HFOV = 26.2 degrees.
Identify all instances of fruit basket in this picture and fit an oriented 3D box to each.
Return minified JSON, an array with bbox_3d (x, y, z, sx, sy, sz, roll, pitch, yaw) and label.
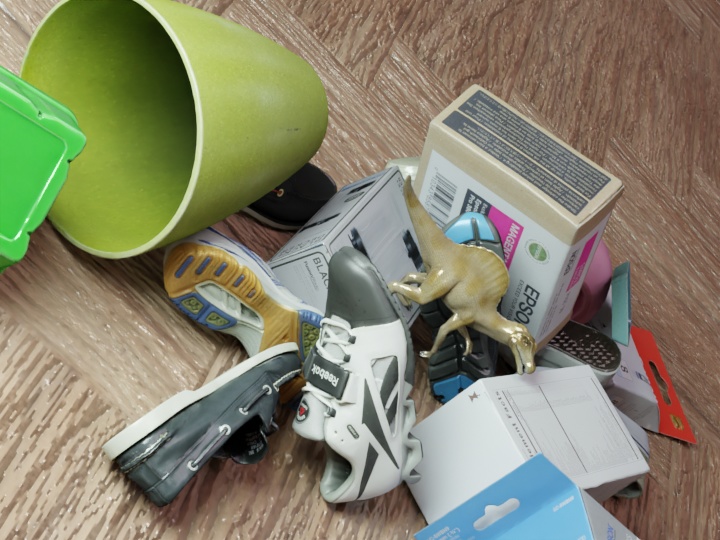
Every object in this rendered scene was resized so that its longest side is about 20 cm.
[{"bbox_3d":[-0.291,-0.101,1.004,0.215,0.156,0.216,27,-8,4],"label":"fruit basket"}]

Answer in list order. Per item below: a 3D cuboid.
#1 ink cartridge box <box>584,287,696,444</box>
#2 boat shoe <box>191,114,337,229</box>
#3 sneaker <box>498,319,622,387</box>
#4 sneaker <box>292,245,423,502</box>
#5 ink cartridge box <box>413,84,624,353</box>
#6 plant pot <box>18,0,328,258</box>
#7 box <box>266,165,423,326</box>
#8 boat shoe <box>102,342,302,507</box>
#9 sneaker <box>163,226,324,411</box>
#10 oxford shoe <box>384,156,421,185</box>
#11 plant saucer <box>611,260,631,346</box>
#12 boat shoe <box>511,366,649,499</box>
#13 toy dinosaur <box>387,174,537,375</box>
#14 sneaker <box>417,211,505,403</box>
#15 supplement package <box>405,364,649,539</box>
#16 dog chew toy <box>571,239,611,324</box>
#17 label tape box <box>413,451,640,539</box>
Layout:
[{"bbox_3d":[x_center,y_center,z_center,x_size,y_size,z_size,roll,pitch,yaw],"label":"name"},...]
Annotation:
[{"bbox_3d":[0.294,0.092,1.673,0.199,0.047,0.161,22,40,-39],"label":"ink cartridge box"},{"bbox_3d":[-0.085,-0.088,1.325,0.201,0.063,0.074,18,40,-47],"label":"boat shoe"},{"bbox_3d":[0.146,0.067,1.487,0.199,0.085,0.073,31,51,3],"label":"sneaker"},{"bbox_3d":[-0.010,0.084,1.137,0.088,0.074,0.201,-20,113,-26],"label":"sneaker"},{"bbox_3d":[0.126,-0.040,1.381,0.164,0.200,0.075,37,55,19],"label":"ink cartridge box"},{"bbox_3d":[-0.119,-0.113,1.152,0.200,0.187,0.188,-11,65,-52],"label":"plant pot"},{"bbox_3d":[0.000,0.000,1.312,0.117,0.060,0.200,65,26,-14],"label":"box"},{"bbox_3d":[-0.093,0.108,1.073,0.066,0.074,0.199,56,29,5],"label":"boat shoe"},{"bbox_3d":[-0.070,0.031,1.197,0.200,0.075,0.088,46,11,-26],"label":"sneaker"},{"bbox_3d":[0.072,-0.084,1.556,0.200,0.075,0.058,-18,113,-68],"label":"oxford shoe"},{"bbox_3d":[0.262,0.031,1.550,0.200,0.019,0.070,-22,110,-80],"label":"plant saucer"},{"bbox_3d":[0.213,0.154,1.464,0.200,0.072,0.062,32,41,-34],"label":"boat shoe"},{"bbox_3d":[0.067,0.006,1.251,0.200,0.101,0.058,53,26,-19],"label":"toy dinosaur"},{"bbox_3d":[0.088,0.023,1.339,0.073,0.201,0.082,8,40,7],"label":"sneaker"},{"bbox_3d":[0.136,0.158,1.305,0.200,0.109,0.114,0,56,-55],"label":"supplement package"},{"bbox_3d":[0.185,-0.025,1.586,0.124,0.124,0.200,36,24,-25],"label":"dog chew toy"},{"bbox_3d":[0.154,0.252,1.189,0.200,0.144,0.063,41,32,-17],"label":"label tape box"}]
